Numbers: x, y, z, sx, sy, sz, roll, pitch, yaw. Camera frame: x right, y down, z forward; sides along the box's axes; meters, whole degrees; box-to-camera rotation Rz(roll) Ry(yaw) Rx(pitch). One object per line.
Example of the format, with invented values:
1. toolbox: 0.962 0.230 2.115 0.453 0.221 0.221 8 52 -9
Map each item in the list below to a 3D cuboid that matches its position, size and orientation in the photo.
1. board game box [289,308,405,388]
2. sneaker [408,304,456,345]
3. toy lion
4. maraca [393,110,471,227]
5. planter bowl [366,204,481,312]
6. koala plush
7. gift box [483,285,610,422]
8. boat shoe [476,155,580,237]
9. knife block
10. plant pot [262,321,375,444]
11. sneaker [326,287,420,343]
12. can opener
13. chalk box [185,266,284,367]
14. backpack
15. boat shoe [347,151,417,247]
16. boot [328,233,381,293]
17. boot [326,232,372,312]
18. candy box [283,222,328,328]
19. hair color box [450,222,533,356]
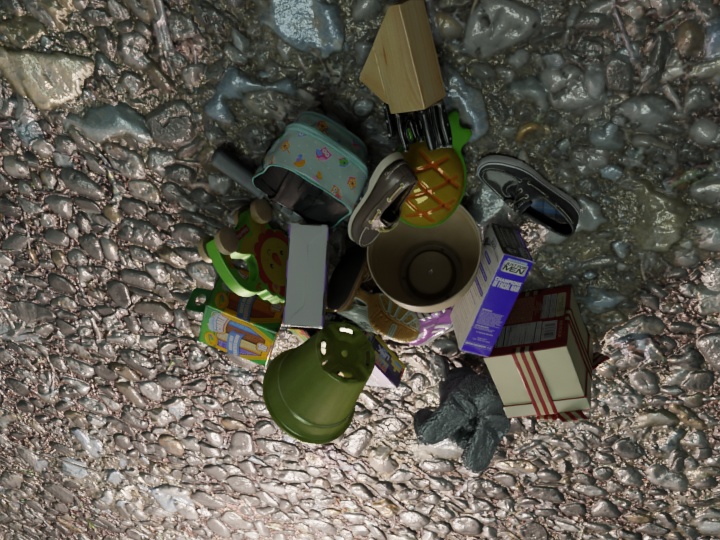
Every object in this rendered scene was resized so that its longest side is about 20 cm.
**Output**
1. board game box: -0.026 0.159 1.797 0.163 0.057 0.200 1 142 44
2. sneaker: 0.118 0.085 1.681 0.112 0.074 0.201 10 141 -30
3. toy lion: -0.185 -0.019 1.634 0.068 0.200 0.194 -21 106 35
4. maraca: 0.112 -0.167 1.453 0.134 0.107 0.204 9 112 -7
5. planter bowl: 0.117 -0.014 1.551 0.195 0.205 0.135 6 162 13
6. koala plush: 0.210 0.259 1.772 0.175 0.201 0.185 32 106 -13
7. gift box: 0.346 0.163 1.629 0.196 0.186 0.189 -6 129 29
8. boat shoe: 0.277 -0.117 1.465 0.198 0.067 0.070 31 135 -12
9. knife block: 0.090 -0.280 1.328 0.175 0.064 0.202 42 137 13
10. plant pot: -0.063 0.194 1.658 0.197 0.203 0.191 27 141 -9
11. sneaker: 0.034 0.082 1.629 0.197 0.077 0.088 25 166 30
12. can opener: -0.174 -0.166 1.598 0.198 0.053 0.067 36 101 -16
13. chalk box: -0.254 0.083 1.799 0.196 0.126 0.125 21 136 -4
14. backpack: -0.072 -0.166 1.451 0.174 0.155 0.200 32 174 -11
15. boat shoe: 0.036 -0.099 1.423 0.060 0.071 0.201 49 139 20
16. boot: -0.020 0.026 1.708 0.144 0.071 0.201 -17 121 39
17. boot: 0.000 0.000 1.579 0.072 0.203 0.076 -9 137 37
18. candy box: -0.092 0.013 1.552 0.070 0.172 0.200 3 177 -1
19. hair color box: 0.227 0.035 1.552 0.063 0.110 0.203 12 119 -13
